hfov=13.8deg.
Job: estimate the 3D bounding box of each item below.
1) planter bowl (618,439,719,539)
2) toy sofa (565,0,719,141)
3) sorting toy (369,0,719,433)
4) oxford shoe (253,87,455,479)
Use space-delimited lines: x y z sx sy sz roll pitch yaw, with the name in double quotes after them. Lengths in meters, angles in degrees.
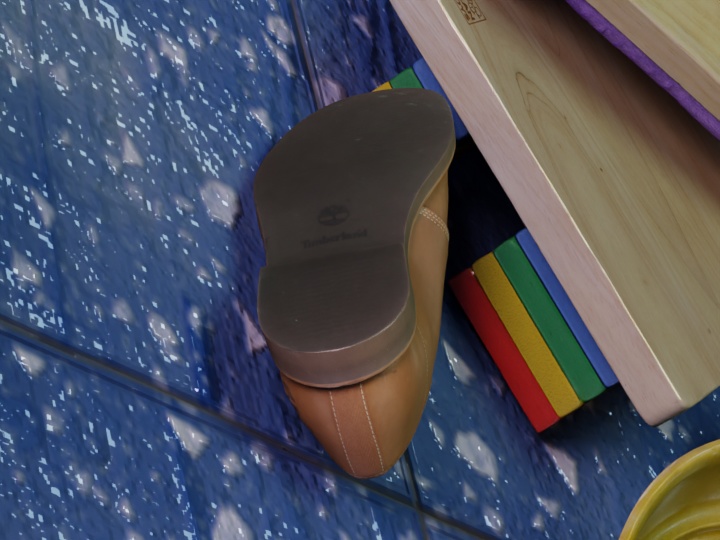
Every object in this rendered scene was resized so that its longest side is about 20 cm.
0.146 0.166 1.055 0.199 0.083 0.202 18 54 -26 "planter bowl"
0.122 -0.109 1.212 0.200 0.097 0.083 37 57 -37 "toy sofa"
0.084 -0.035 1.216 0.201 0.069 0.199 59 26 3 "sorting toy"
0.000 0.000 1.058 0.200 0.071 0.072 -78 157 -55 "oxford shoe"
